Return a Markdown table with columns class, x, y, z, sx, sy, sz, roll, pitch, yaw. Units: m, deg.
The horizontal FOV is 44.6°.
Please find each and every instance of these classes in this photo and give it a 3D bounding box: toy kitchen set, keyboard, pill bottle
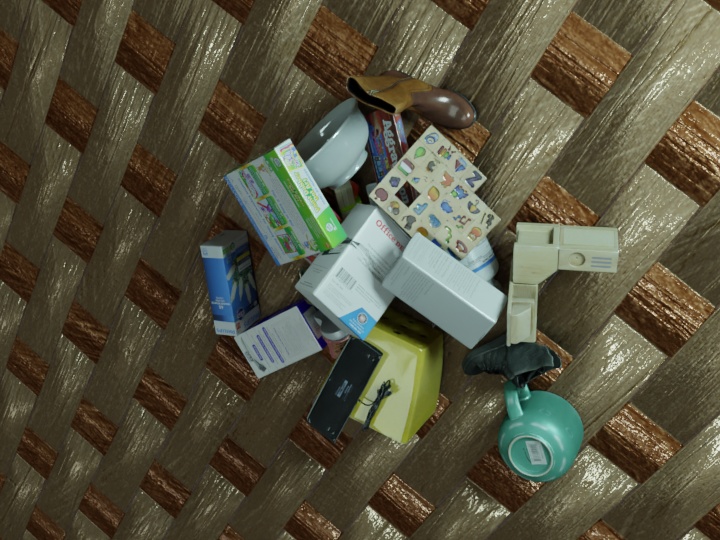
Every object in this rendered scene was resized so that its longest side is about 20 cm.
| class | x | y | z | sx | sy | sz | roll | pitch | yaw |
| --- | --- | --- | --- | --- | --- | --- | --- | --- | --- |
| toy kitchen set | 0.344 | 0.049 | 1.513 | 0.178 | 0.164 | 0.202 | 3 | 124 | 12 |
| keyboard | -0.012 | 0.235 | 1.645 | 0.126 | 0.021 | 0.202 | 34 | 105 | 21 |
| pill bottle | 0.185 | -0.026 | 1.601 | 0.111 | 0.112 | 0.202 | -20 | 101 | 32 |

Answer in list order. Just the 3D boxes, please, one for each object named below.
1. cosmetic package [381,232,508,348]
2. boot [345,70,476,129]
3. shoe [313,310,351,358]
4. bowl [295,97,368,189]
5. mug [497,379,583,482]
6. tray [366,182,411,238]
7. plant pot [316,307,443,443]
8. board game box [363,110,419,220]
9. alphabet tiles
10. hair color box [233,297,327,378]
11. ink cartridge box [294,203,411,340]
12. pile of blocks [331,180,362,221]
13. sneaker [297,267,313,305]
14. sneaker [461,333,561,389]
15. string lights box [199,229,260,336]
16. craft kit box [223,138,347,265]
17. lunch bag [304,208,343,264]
| class | x | y | z | sx | sy | sz | roll | pitch | yaw |
| --- | --- | --- | --- | --- | --- | --- | --- | --- | --- |
| cosmetic package | 0.146 | 0.036 | 1.533 | 0.199 | 0.074 | 0.102 | 35 | 141 | 0 |
| boot | 0.091 | -0.288 | 1.482 | 0.187 | 0.200 | 0.069 | 36 | 113 | 11 |
| shoe | -0.038 | 0.131 | 1.757 | 0.071 | 0.200 | 0.092 | -30 | 103 | -8 |
| bowl | -0.051 | -0.214 | 1.611 | 0.200 | 0.202 | 0.090 | -33 | 112 | 34 |
| mug | 0.325 | 0.315 | 1.671 | 0.184 | 0.114 | 0.153 | 32 | 122 | 12 |
| tray | 0.086 | -0.081 | 1.683 | 0.106 | 0.022 | 0.203 | -9 | 106 | 31 |
| plant pot | 0.058 | 0.187 | 1.722 | 0.198 | 0.200 | 0.179 | 23 | 108 | 17 |
| board game box | 0.057 | -0.194 | 1.606 | 0.102 | 0.019 | 0.203 | -7 | 98 | 56 |
| alphabet tiles | 0.139 | -0.122 | 1.523 | 0.200 | 0.008 | 0.167 | 43 | 108 | -1 |
| hair color box | -0.166 | 0.145 | 1.888 | 0.199 | 0.065 | 0.110 | -26 | 98 | 32 |
| ink cartridge box | 0.000 | 0.000 | 1.606 | 0.145 | 0.201 | 0.084 | 44 | 166 | -29 |
| pile of blocks | -0.006 | -0.101 | 1.708 | 0.061 | 0.082 | 0.202 | -18 | 113 | -4 |
| sneaker | -0.045 | 0.022 | 1.761 | 0.198 | 0.071 | 0.076 | -10 | 118 | 32 |
| sneaker | 0.278 | 0.178 | 1.644 | 0.199 | 0.060 | 0.105 | -36 | 52 | 31 |
| string lights box | -0.276 | 0.026 | 1.870 | 0.058 | 0.103 | 0.203 | 3 | 113 | 26 |
| craft kit box | -0.139 | -0.117 | 1.576 | 0.197 | 0.048 | 0.202 | -11 | 113 | 56 |
| lunch bag | -0.106 | -0.082 | 1.712 | 0.200 | 0.082 | 0.176 | 47 | 162 | 11 |
